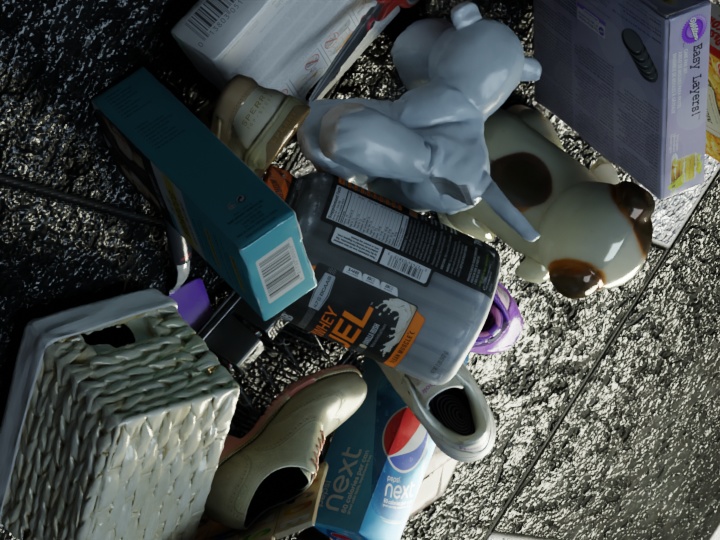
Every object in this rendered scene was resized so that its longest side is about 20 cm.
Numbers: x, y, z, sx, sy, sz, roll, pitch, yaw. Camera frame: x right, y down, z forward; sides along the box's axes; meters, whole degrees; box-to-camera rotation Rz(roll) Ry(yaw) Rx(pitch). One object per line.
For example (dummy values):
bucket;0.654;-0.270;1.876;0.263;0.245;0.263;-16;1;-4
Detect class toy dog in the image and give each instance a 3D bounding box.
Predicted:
toy dog;0.169;-0.060;1.832;0.140;0.200;0.194;-46;145;-8

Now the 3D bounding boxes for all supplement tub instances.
supplement tub;0.000;0.000;1.691;0.123;0.200;0.123;-156;-90;-84

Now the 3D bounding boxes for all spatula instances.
spatula;-0.142;-0.002;1.682;0.056;0.021;0.200;-36;151;-26

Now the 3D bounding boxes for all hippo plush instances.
hippo plush;0.052;-0.136;1.677;0.159;0.200;0.161;29;80;-36

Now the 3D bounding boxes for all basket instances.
basket;-0.193;0.135;1.660;0.135;0.123;0.200;-15;135;-40

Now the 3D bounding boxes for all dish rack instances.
dish rack;-0.071;0.088;1.814;0.153;0.055;0.200;-49;149;-14

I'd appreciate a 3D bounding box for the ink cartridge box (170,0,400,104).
ink cartridge box;-0.051;-0.191;1.622;0.161;0.050;0.200;-48;163;-5

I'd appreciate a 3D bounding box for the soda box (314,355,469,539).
soda box;0.024;0.147;1.905;0.064;0.068;0.200;40;65;-48

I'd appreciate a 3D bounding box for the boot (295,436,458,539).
boot;0.017;0.174;2.001;0.200;0.064;0.187;-32;135;-34

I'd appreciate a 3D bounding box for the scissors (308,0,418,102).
scissors;0.011;-0.203;1.631;0.200;0.014;0.073;-48;158;-45

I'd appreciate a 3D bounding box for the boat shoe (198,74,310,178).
boat shoe;-0.086;-0.104;1.569;0.071;0.064;0.200;-56;-175;-15

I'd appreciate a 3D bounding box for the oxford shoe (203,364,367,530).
oxford shoe;-0.055;0.151;1.767;0.200;0.074;0.071;-39;143;-31

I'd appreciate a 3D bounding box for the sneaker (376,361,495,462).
sneaker;0.054;0.072;1.829;0.075;0.200;0.100;-36;174;-3

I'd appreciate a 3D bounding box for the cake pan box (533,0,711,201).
cake pan box;0.211;-0.182;1.771;0.052;0.200;0.184;-22;131;-22

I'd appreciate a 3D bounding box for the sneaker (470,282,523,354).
sneaker;0.104;0.040;1.948;0.081;0.088;0.200;-53;146;0

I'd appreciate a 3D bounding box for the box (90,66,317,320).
box;-0.113;-0.057;1.520;0.049;0.200;0.082;-35;142;-16

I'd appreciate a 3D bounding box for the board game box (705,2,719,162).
board game box;0.279;-0.181;1.848;0.046;0.200;0.152;-39;143;-15

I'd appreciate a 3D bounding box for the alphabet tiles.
alphabet tiles;-0.111;0.214;1.746;0.167;0.200;0.008;-21;99;7
